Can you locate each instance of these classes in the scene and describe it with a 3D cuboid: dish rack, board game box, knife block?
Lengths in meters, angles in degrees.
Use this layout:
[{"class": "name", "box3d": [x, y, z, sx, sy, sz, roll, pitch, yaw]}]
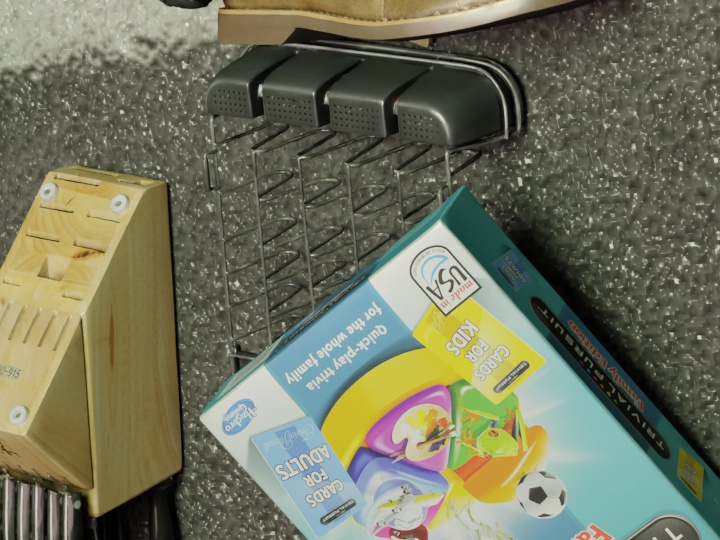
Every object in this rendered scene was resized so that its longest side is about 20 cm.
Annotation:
[{"class": "dish rack", "box3d": [0.000, 0.000, 1.275, 0.153, 0.054, 0.201, 10, 114, 35]}, {"class": "board game box", "box3d": [0.052, 0.088, 1.215, 0.151, 0.047, 0.200, -39, 96, 26]}, {"class": "knife block", "box3d": [-0.127, 0.073, 1.403, 0.064, 0.176, 0.201, 11, 68, 33]}]

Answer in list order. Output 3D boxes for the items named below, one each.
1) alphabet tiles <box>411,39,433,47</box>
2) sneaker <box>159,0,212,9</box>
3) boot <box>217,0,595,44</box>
[{"class": "alphabet tiles", "box3d": [-0.037, -0.208, 1.258, 0.199, 0.008, 0.168, 24, 119, 30]}, {"class": "sneaker", "box3d": [-0.074, -0.217, 1.216, 0.087, 0.076, 0.201, -11, 88, 21]}, {"class": "boot", "box3d": [0.015, -0.136, 1.199, 0.199, 0.073, 0.076, 4, 98, 39]}]
